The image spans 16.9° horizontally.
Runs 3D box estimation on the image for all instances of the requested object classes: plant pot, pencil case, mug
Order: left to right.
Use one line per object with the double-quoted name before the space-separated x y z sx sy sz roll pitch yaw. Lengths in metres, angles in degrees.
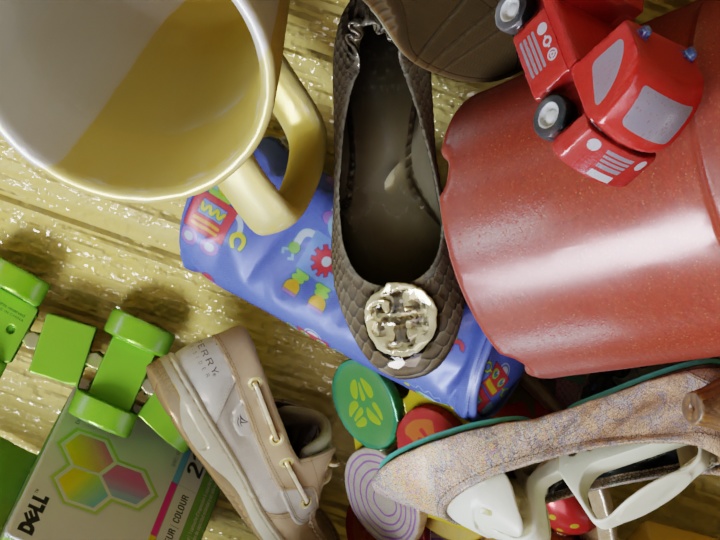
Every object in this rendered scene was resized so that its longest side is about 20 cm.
"mug" -0.097 -0.120 1.181 0.149 0.153 0.187 3 125 10
"pencil case" 0.000 0.000 1.258 0.200 0.078 0.087 29 91 18
"plant pot" 0.156 -0.039 1.165 0.195 0.201 0.201 -15 120 31

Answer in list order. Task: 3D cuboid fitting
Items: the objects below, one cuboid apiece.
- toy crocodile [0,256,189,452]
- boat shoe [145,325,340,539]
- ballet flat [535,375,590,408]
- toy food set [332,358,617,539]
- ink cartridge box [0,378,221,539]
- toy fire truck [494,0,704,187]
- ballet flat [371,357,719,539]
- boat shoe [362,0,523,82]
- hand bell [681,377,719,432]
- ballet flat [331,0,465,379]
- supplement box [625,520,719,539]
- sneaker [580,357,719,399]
"toy crocodile" -0.173 0.042 1.371 0.200 0.062 0.068 24 87 -6
"boat shoe" -0.047 0.103 1.363 0.069 0.074 0.200 -33 138 0
"ballet flat" 0.100 0.135 1.371 0.071 0.069 0.200 22 127 19
"toy food set" 0.061 0.132 1.330 0.198 0.049 0.200 13 119 46
"ink cartridge box" -0.191 0.126 1.375 0.200 0.148 0.076 28 126 -7
"toy fire truck" 0.120 -0.151 1.080 0.049 0.200 0.141 19 130 -37
"ballet flat" 0.099 0.101 1.212 0.200 0.067 0.068 -20 151 19
"boat shoe" 0.020 -0.155 1.157 0.072 0.065 0.200 -39 137 24
"hand bell" 0.240 0.059 1.193 0.200 0.104 0.104 -3 135 -34
"ballet flat" 0.014 -0.047 1.198 0.067 0.046 0.200 -4 79 10
"supplement box" 0.219 0.272 1.314 0.197 0.200 0.133 17 129 -25
"sneaker" 0.211 0.035 1.273 0.200 0.077 0.085 -37 139 18
